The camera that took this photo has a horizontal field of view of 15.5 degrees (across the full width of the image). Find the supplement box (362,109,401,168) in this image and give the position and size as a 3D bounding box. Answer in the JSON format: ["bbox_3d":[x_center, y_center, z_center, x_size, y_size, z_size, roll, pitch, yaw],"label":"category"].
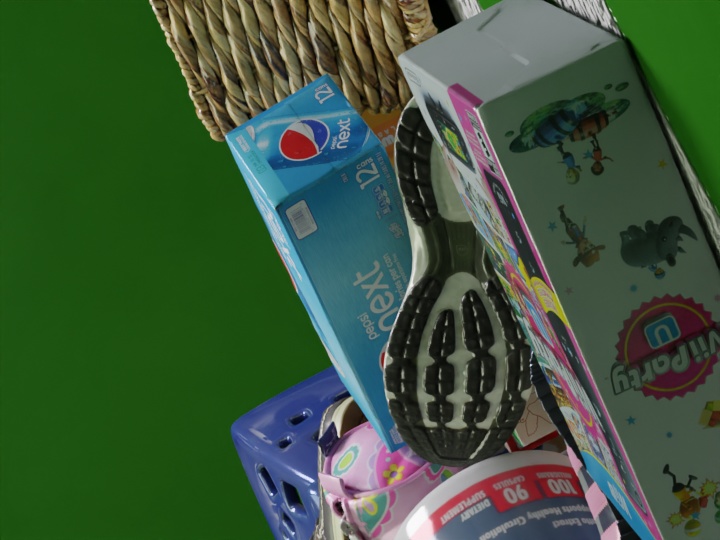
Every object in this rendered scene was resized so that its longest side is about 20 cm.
[{"bbox_3d":[-0.011,-0.145,1.507,0.201,0.066,0.069,63,174,11],"label":"supplement box"}]

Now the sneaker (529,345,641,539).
[{"bbox_3d":[0.133,0.092,1.186,0.082,0.070,0.201,-80,-30,-69],"label":"sneaker"}]

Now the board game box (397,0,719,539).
[{"bbox_3d":[0.094,0.002,1.031,0.201,0.064,0.148,64,177,-15],"label":"board game box"}]

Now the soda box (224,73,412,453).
[{"bbox_3d":[0.000,0.000,1.362,0.068,0.064,0.201,53,171,44],"label":"soda box"}]

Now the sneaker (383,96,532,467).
[{"bbox_3d":[0.057,-0.003,1.308,0.089,0.076,0.202,-51,-34,-72],"label":"sneaker"}]

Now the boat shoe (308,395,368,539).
[{"bbox_3d":[-0.003,0.169,1.525,0.066,0.072,0.202,1,107,42],"label":"boat shoe"}]

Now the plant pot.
[{"bbox_3d":[0.059,0.155,1.664,0.201,0.199,0.180,66,169,-15],"label":"plant pot"}]

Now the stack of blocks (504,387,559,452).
[{"bbox_3d":[0.084,0.038,1.466,0.116,0.058,0.200,64,176,-11],"label":"stack of blocks"}]

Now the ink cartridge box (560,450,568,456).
[{"bbox_3d":[0.148,0.198,1.466,0.145,0.084,0.201,138,107,-86],"label":"ink cartridge box"}]

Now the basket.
[{"bbox_3d":[-0.028,-0.188,1.362,0.201,0.148,0.143,66,-151,-31],"label":"basket"}]

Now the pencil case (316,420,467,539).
[{"bbox_3d":[0.043,0.172,1.464,0.087,0.087,0.201,-123,9,-64],"label":"pencil case"}]

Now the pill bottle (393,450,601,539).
[{"bbox_3d":[0.102,0.196,1.279,0.201,0.119,0.120,60,175,41],"label":"pill bottle"}]
